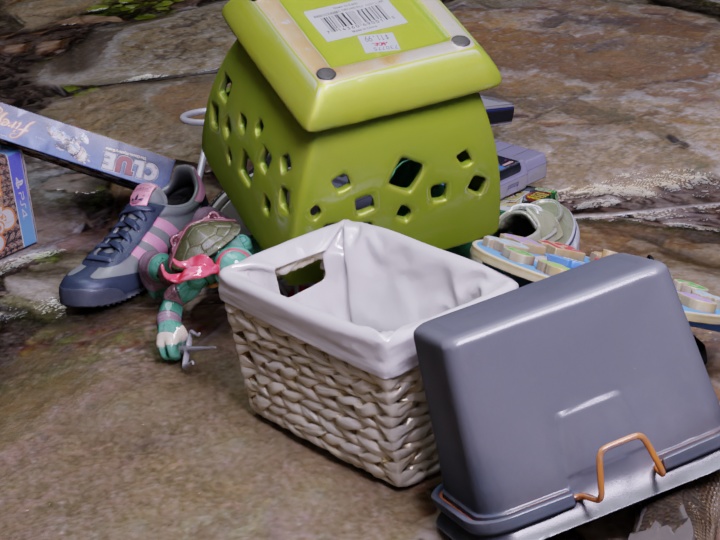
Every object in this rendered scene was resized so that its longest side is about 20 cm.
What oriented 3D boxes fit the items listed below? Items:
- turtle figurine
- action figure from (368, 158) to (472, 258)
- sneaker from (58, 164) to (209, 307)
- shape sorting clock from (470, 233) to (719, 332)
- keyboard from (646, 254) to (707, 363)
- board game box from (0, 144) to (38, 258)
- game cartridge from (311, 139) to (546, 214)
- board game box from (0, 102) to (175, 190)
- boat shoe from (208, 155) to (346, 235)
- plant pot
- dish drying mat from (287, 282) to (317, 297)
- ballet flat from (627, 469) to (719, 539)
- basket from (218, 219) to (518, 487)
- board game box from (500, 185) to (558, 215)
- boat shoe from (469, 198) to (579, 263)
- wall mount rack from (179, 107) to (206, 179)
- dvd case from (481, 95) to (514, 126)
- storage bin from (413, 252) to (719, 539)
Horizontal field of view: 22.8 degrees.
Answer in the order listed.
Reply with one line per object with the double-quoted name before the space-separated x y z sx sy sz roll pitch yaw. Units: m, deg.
"turtle figurine" -0.116 0.001 1.477 0.149 0.101 0.200 -22 19 -16
"action figure" 0.030 -0.005 1.496 0.118 0.055 0.200 32 43 -1
"sneaker" -0.206 -0.032 1.603 0.070 0.082 0.200 8 26 28
"shape sorting clock" 0.178 0.005 1.302 0.199 0.039 0.200 12 5 -1
"keyboard" 0.215 0.048 1.397 0.104 0.040 0.200 -32 29 -3
"board game box" -0.436 -0.051 1.682 0.159 0.097 0.200 14 30 38
"game cartridge" 0.064 -0.083 1.670 0.200 0.039 0.129 -25 26 -35
"board game box" -0.288 -0.121 1.730 0.199 0.035 0.135 18 -3 -15
"boat shoe" -0.073 -0.082 1.685 0.200 0.074 0.060 -35 30 -27
"plant pot" -0.006 -0.132 1.443 0.199 0.182 0.199 -16 46 -21
"dish drying mat" 0.000 0.000 1.561 0.077 0.018 0.200 4 25 27
"ballet flat" 0.204 0.157 1.125 0.067 0.047 0.200 -18 13 19
"basket" 0.009 0.057 1.291 0.135 0.124 0.200 -22 27 -34
"board game box" 0.078 -0.067 1.698 0.199 0.024 0.105 14 32 38
"boat shoe" 0.143 -0.024 1.529 0.072 0.062 0.200 3 25 20
"wall mount rack" -0.093 -0.121 1.807 0.199 0.075 0.174 0 20 14
"dvd case" 0.038 -0.165 1.780 0.150 0.025 0.200 18 18 36
"storage bin" 0.132 0.078 1.137 0.199 0.135 0.146 -20 10 -11
